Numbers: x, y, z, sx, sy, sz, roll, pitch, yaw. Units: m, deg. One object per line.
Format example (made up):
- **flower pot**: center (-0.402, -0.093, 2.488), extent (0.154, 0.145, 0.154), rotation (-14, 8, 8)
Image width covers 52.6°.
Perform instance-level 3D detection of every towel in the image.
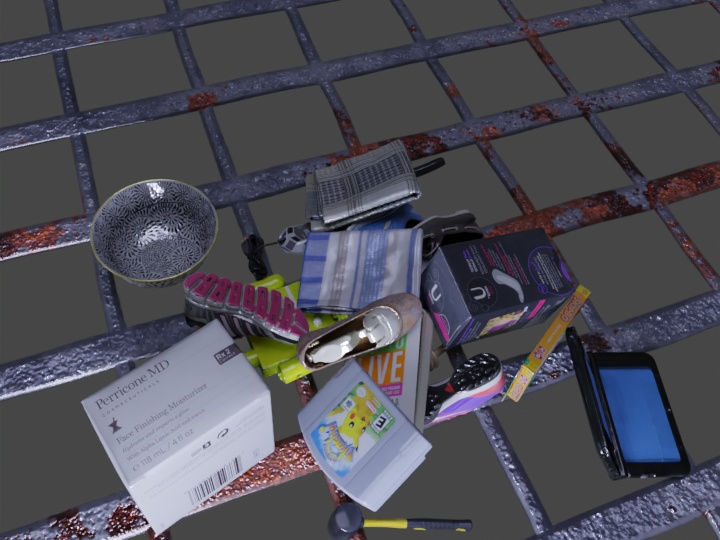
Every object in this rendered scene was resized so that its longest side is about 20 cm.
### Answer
- **towel**: center (0.000, 0.000, 1.124), extent (0.196, 0.024, 0.149), rotation (0, 63, 15)
- **towel**: center (-0.005, -0.149, 1.243), extent (0.197, 0.035, 0.194), rotation (-20, 37, 7)

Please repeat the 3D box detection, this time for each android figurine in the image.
- **android figurine**: center (-0.117, 0.087, 1.138), extent (0.197, 0.041, 0.184), rotation (-20, 59, -15)

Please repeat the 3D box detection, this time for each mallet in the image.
- **mallet**: center (0.055, 0.333, 0.965), extent (0.196, 0.066, 0.042), rotation (1, 58, -4)

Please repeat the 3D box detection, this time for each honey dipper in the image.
- **honey dipper**: center (0.150, 0.106, 1.147), extent (0.198, 0.038, 0.038), rotation (-33, 63, -25)

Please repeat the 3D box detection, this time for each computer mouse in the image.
- **computer mouse**: center (-0.099, -0.043, 1.220), extent (0.197, 0.045, 0.110), rotation (-15, 33, -15)

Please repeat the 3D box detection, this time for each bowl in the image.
- **bowl**: center (-0.324, -0.041, 1.176), extent (0.196, 0.095, 0.204), rotation (2, 55, -2)

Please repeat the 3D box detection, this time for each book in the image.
- **book**: center (0.033, 0.161, 1.071), extent (0.131, 0.048, 0.203), rotation (-12, 50, 26)

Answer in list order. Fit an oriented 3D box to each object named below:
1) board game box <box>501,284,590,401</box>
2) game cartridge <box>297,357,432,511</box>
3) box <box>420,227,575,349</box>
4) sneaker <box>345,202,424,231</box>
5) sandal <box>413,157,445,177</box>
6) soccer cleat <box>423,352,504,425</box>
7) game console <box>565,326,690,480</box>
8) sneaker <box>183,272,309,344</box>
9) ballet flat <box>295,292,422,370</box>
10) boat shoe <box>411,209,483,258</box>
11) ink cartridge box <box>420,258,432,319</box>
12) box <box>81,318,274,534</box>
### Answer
- **board game box**: center (0.283, 0.116, 1.113), extent (0.030, 0.096, 0.200), rotation (36, 60, 19)
- **game cartridge**: center (-0.005, 0.222, 0.994), extent (0.134, 0.040, 0.200), rotation (-48, 43, -1)
- **box**: center (0.205, 0.025, 1.116), extent (0.197, 0.107, 0.124), rotation (-10, 63, -25)
- **sneaker**: center (0.035, -0.049, 1.219), extent (0.089, 0.079, 0.199), rotation (38, 61, 23)
- **sandal**: center (0.066, -0.146, 1.296), extent (0.197, 0.075, 0.046), rotation (-22, 102, -8)
- **soccer cleat**: center (0.123, 0.195, 1.070), extent (0.198, 0.074, 0.069), rotation (-28, 43, -1)
- **game console**: center (0.390, 0.189, 1.064), extent (0.115, 0.176, 0.203), rotation (-18, 53, 17)
- **sneaker**: center (-0.175, 0.072, 1.086), extent (0.197, 0.088, 0.074), rotation (19, 39, -13)
- **ballet flat**: center (0.000, 0.094, 1.038), extent (0.197, 0.067, 0.069), rotation (-26, 100, 6)
- **boat shoe**: center (0.137, -0.054, 1.211), extent (0.198, 0.067, 0.057), rotation (-21, 63, -44)
- **ink cartridge box**: center (0.106, 0.033, 1.192), extent (0.196, 0.039, 0.101), rotation (-8, 57, -12)
- **box**: center (-0.226, 0.206, 0.949), extent (0.197, 0.201, 0.131), rotation (-32, 63, -23)
